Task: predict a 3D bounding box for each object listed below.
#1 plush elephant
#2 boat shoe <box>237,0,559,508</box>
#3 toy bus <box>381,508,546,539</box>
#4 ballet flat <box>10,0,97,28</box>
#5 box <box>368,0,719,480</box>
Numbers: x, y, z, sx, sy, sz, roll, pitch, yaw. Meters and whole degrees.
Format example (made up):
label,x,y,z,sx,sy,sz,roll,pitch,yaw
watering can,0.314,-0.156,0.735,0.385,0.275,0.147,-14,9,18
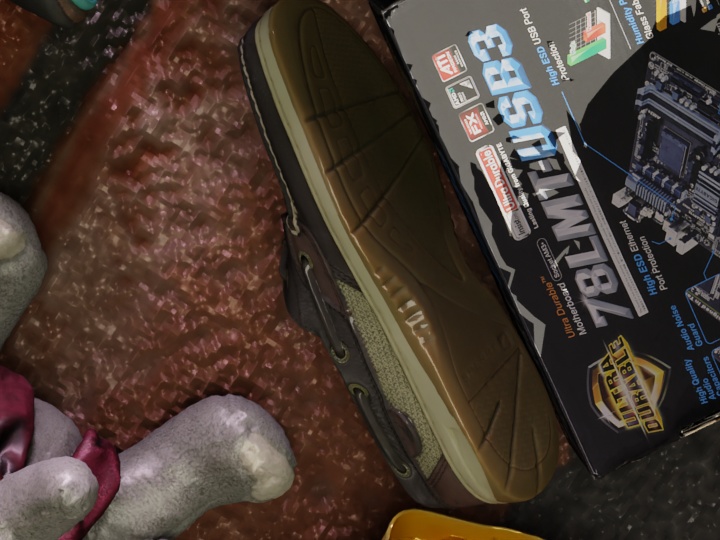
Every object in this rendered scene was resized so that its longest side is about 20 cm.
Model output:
label,x,y,z,sx,sy,sz,roll,pitch,yaw
plush elephant,-0.138,0.092,0.891,0.200,0.155,0.165,-41,104,4
boat shoe,0.001,0.000,0.931,0.066,0.072,0.202,-23,99,35
toy bus,0.024,0.221,0.953,0.135,0.201,0.192,20,138,-10
ballet flat,-0.158,-0.168,0.879,0.068,0.068,0.201,-22,95,9
box,0.131,-0.054,0.943,0.198,0.050,0.201,-26,105,1
